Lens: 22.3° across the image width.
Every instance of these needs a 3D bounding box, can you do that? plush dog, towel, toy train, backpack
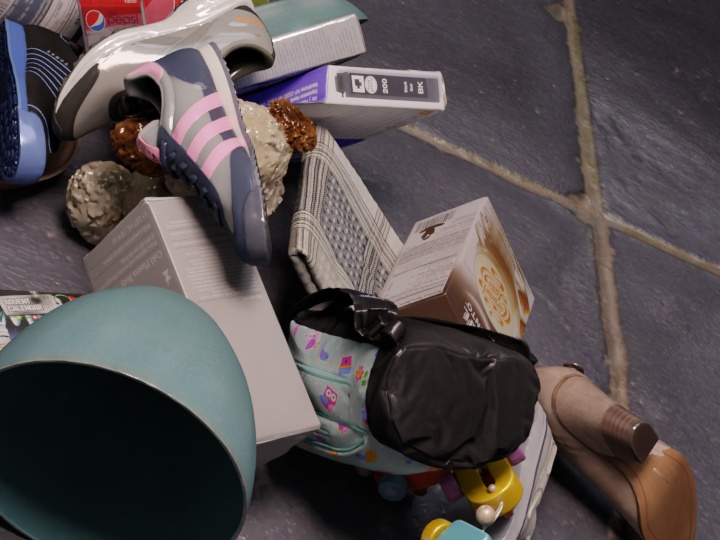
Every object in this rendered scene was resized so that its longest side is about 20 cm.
[{"bbox_3d":[-0.121,-0.066,1.480,0.199,0.172,0.161,-13,55,-28],"label":"plush dog"},{"bbox_3d":[0.000,0.000,1.559,0.193,0.034,0.200,-84,150,-54],"label":"towel"},{"bbox_3d":[0.060,0.196,1.402,0.056,0.150,0.200,57,30,-31],"label":"toy train"},{"bbox_3d":[0.017,0.088,1.386,0.166,0.127,0.200,19,-6,-36],"label":"backpack"}]

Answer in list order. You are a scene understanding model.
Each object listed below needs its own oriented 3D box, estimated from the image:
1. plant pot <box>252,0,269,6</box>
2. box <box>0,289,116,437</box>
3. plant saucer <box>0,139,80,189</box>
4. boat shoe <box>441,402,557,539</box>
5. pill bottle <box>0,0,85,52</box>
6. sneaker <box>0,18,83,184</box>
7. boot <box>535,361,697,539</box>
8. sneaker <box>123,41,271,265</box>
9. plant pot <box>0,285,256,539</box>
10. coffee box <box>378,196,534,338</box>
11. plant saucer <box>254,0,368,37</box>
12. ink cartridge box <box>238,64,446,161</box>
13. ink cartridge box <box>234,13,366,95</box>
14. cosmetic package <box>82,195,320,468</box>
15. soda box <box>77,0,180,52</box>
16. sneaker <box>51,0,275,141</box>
[{"bbox_3d":[-0.210,-0.322,1.786,0.199,0.188,0.187,-9,50,-27],"label":"plant pot"},{"bbox_3d":[-0.270,0.072,1.327,0.199,0.040,0.137,4,42,-37],"label":"box"},{"bbox_3d":[-0.334,-0.131,1.537,0.200,0.037,0.201,23,34,-16],"label":"plant saucer"},{"bbox_3d":[0.115,0.194,1.468,0.070,0.071,0.200,57,37,-30],"label":"boat shoe"},{"bbox_3d":[-0.292,-0.253,1.643,0.200,0.120,0.120,21,32,-42],"label":"pill bottle"},{"bbox_3d":[-0.260,-0.139,1.516,0.078,0.070,0.200,11,39,-22],"label":"sneaker"},{"bbox_3d":[0.203,0.156,1.576,0.146,0.200,0.070,22,57,43],"label":"boot"},{"bbox_3d":[-0.120,-0.079,1.356,0.082,0.070,0.201,-14,55,-10],"label":"sneaker"},{"bbox_3d":[-0.156,0.089,1.238,0.200,0.200,0.135,28,42,-8],"label":"plant pot"},{"bbox_3d":[0.082,0.035,1.581,0.115,0.079,0.200,63,24,-18],"label":"coffee box"},{"bbox_3d":[-0.092,-0.228,1.734,0.200,0.199,0.036,-19,96,-50],"label":"plant saucer"},{"bbox_3d":[-0.060,-0.139,1.637,0.199,0.198,0.044,-4,82,-45],"label":"ink cartridge box"},{"bbox_3d":[-0.114,-0.175,1.629,0.199,0.200,0.041,-16,94,-14],"label":"ink cartridge box"},{"bbox_3d":[-0.121,0.054,1.369,0.090,0.107,0.201,-5,66,-44],"label":"cosmetic package"},{"bbox_3d":[-0.173,-0.246,1.630,0.070,0.064,0.200,3,27,22],"label":"soda box"},{"bbox_3d":[-0.158,-0.157,1.466,0.200,0.074,0.079,-31,69,-18],"label":"sneaker"}]
